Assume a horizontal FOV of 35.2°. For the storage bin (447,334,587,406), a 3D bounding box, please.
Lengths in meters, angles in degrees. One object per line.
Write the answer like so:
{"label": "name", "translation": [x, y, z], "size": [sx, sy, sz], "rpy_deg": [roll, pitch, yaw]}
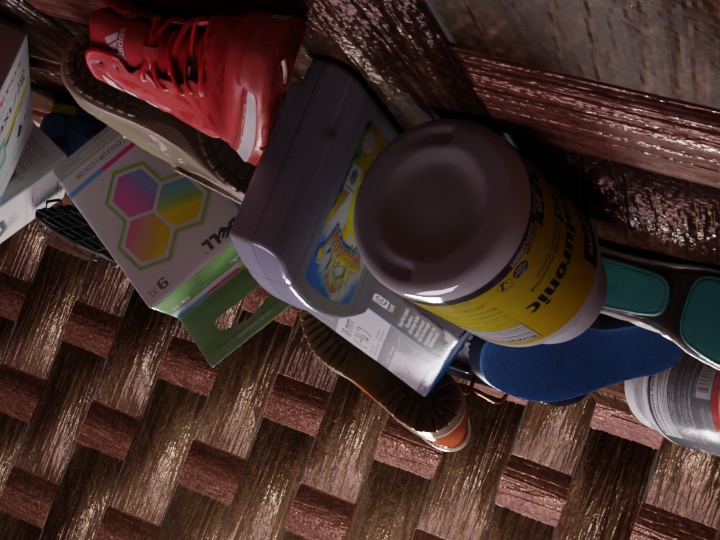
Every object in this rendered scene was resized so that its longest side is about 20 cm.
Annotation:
{"label": "storage bin", "translation": [0.109, 0.032, 1.015], "size": [0.134, 0.146, 0.200], "rpy_deg": [36, 166, -34]}

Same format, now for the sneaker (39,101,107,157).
{"label": "sneaker", "translation": [-0.239, -0.110, 1.084], "size": [0.200, 0.078, 0.066], "rpy_deg": [13, 170, 38]}

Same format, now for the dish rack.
{"label": "dish rack", "translation": [-0.202, -0.029, 1.083], "size": [0.153, 0.055, 0.200], "rpy_deg": [24, -158, 34]}

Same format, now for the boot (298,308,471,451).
{"label": "boot", "translation": [0.023, 0.088, 1.026], "size": [0.200, 0.075, 0.107], "rpy_deg": [45, 177, 29]}

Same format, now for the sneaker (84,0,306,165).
{"label": "sneaker", "translation": [-0.100, -0.110, 0.624], "size": [0.115, 0.078, 0.200], "rpy_deg": [19, 173, -9]}

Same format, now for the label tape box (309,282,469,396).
{"label": "label tape box", "translation": [0.000, 0.000, 0.900], "size": [0.200, 0.063, 0.144], "rpy_deg": [36, 157, 8]}

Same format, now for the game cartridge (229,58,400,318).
{"label": "game cartridge", "translation": [-0.016, -0.038, 0.727], "size": [0.040, 0.133, 0.200], "rpy_deg": [24, 176, 20]}

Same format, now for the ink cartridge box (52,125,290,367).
{"label": "ink cartridge box", "translation": [-0.146, -0.032, 0.913], "size": [0.200, 0.104, 0.059], "rpy_deg": [53, -177, 14]}

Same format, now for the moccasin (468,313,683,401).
{"label": "moccasin", "translation": [0.167, 0.061, 0.910], "size": [0.200, 0.081, 0.068], "rpy_deg": [1, -159, -29]}

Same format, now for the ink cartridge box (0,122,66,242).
{"label": "ink cartridge box", "translation": [-0.390, -0.076, 1.027], "size": [0.146, 0.200, 0.085], "rpy_deg": [44, 151, 7]}

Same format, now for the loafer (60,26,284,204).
{"label": "loafer", "translation": [-0.109, -0.101, 0.778], "size": [0.200, 0.076, 0.068], "rpy_deg": [31, 173, -14]}

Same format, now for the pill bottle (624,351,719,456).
{"label": "pill bottle", "translation": [0.336, 0.114, 1.057], "size": [0.116, 0.116, 0.200], "rpy_deg": [21, 174, -13]}

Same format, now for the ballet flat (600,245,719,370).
{"label": "ballet flat", "translation": [0.247, 0.026, 0.845], "size": [0.200, 0.069, 0.069], "rpy_deg": [23, 177, 37]}

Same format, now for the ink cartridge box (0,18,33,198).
{"label": "ink cartridge box", "translation": [-0.352, -0.114, 0.883], "size": [0.146, 0.147, 0.200], "rpy_deg": [22, 162, -8]}

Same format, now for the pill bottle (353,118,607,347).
{"label": "pill bottle", "translation": [0.089, -0.013, 0.729], "size": [0.111, 0.111, 0.200], "rpy_deg": [16, 174, 33]}
